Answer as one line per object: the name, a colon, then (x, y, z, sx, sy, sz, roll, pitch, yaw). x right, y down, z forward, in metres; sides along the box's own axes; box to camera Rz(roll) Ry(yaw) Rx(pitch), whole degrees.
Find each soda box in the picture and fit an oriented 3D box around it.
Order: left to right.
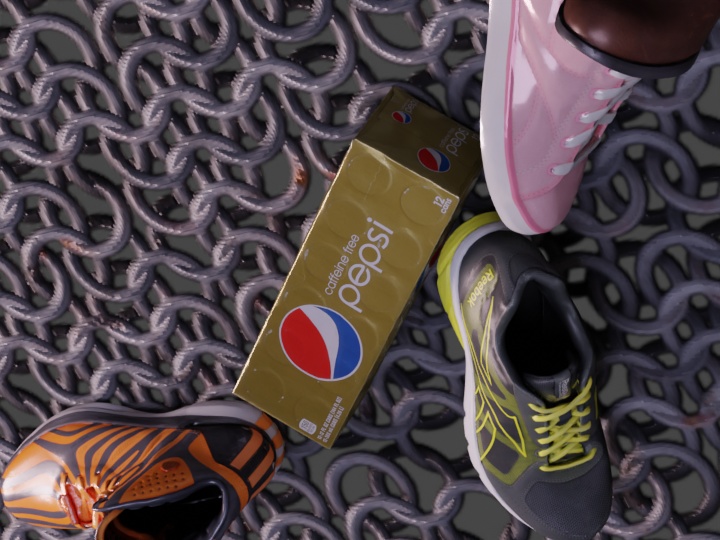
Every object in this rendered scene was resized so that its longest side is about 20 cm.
soda box: (0.000, 0.000, 1.548, 0.068, 0.064, 0.200, 30, 127, 4)

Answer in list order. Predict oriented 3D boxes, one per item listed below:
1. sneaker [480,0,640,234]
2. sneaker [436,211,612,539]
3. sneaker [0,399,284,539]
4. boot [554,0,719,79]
sneaker: (0.121, -0.101, 1.422, 0.104, 0.075, 0.201, 13, 120, 23)
sneaker: (0.094, 0.069, 1.521, 0.074, 0.085, 0.200, -25, 113, -10)
sneaker: (-0.150, 0.134, 1.669, 0.200, 0.112, 0.078, -15, 113, 31)
boot: (0.179, -0.193, 1.273, 0.068, 0.188, 0.200, 44, 134, 27)
